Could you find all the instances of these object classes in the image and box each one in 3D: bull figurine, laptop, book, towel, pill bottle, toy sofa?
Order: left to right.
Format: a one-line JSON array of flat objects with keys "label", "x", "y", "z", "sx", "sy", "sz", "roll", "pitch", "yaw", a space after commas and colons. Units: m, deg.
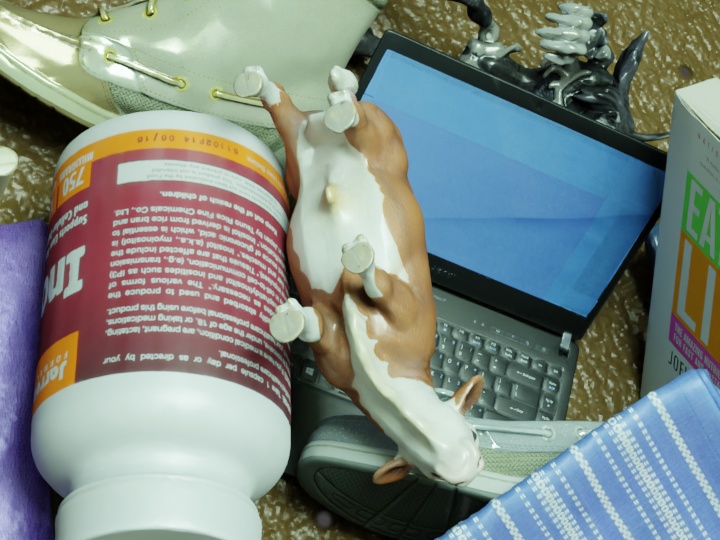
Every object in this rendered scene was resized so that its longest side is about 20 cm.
[{"label": "toy sofa", "x": -0.175, "y": 0.051, "z": 0.722, "sx": 0.097, "sy": 0.083, "sz": 0.201, "roll": 4, "pitch": 69, "yaw": -20}, {"label": "pill bottle", "x": -0.087, "y": 0.038, "z": 0.729, "sx": 0.113, "sy": 0.113, "sz": 0.200, "roll": 10, "pitch": 55, "yaw": -19}, {"label": "bull figurine", "x": 0.000, "y": 0.000, "z": 0.719, "sx": 0.065, "sy": 0.121, "sz": 0.200, "roll": -20, "pitch": 63, "yaw": 10}, {"label": "laptop", "x": 0.050, "y": 0.017, "z": 0.818, "sx": 0.177, "sy": 0.103, "sz": 0.200, "roll": 22, "pitch": 63, "yaw": -13}, {"label": "towel", "x": 0.110, "y": 0.153, "z": 0.761, "sx": 0.200, "sy": 0.024, "sz": 0.145, "roll": -34, "pitch": 111, "yaw": -3}, {"label": "book", "x": 0.191, "y": 0.024, "z": 0.795, "sx": 0.048, "sy": 0.200, "sz": 0.134, "roll": -18, "pitch": 41, "yaw": -18}]

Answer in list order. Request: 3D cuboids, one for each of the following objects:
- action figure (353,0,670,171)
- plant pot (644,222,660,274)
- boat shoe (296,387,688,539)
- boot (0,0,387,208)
[{"label": "action figure", "x": 0.079, "y": -0.098, "z": 0.870, "sx": 0.200, "sy": 0.102, "sz": 0.119, "roll": 28, "pitch": 107, "yaw": -6}, {"label": "plant pot", "x": 0.282, "y": 0.015, "z": 0.873, "sx": 0.200, "sy": 0.180, "sz": 0.200, "roll": -16, "pitch": 77, "yaw": -28}, {"label": "boat shoe", "x": 0.068, "y": 0.093, "z": 0.792, "sx": 0.201, "sy": 0.074, "sz": 0.065, "roll": 7, "pitch": 58, "yaw": -11}, {"label": "boot", "x": -0.088, "y": -0.135, "z": 0.795, "sx": 0.200, "sy": 0.072, "sz": 0.155, "roll": 25, "pitch": 101, "yaw": -18}]
